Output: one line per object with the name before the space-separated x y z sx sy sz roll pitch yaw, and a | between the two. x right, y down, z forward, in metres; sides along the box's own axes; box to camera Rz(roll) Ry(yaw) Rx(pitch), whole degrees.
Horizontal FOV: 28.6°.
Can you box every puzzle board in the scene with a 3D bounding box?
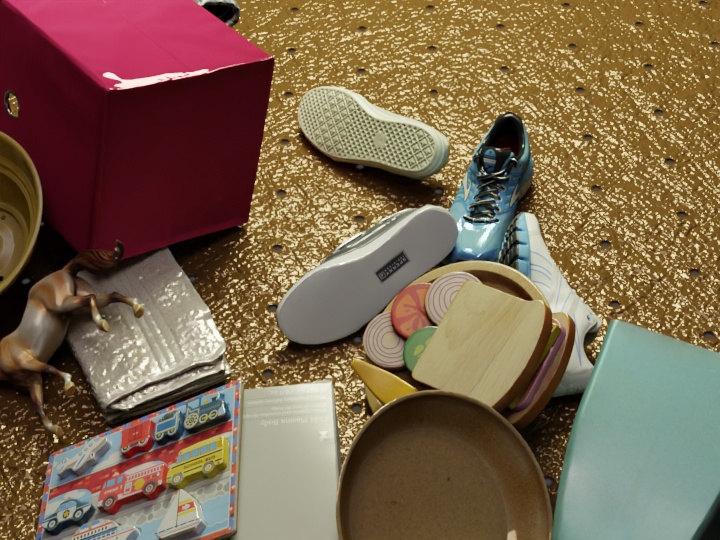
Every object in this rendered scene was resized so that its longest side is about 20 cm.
puzzle board | -0.184 0.179 1.155 0.199 0.017 0.151 -23 41 20

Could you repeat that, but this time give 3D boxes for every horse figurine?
horse figurine | -0.279 0.056 1.288 0.132 0.050 0.201 26 81 36

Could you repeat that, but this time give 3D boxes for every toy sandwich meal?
toy sandwich meal | 0.083 0.068 1.234 0.204 0.070 0.206 -14 57 21

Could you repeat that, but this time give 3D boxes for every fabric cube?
fabric cube | -0.231 -0.153 1.395 0.199 0.197 0.199 -17 44 -39

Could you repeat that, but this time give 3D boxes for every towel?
towel | -0.214 0.051 1.336 0.132 0.035 0.200 -22 48 -19

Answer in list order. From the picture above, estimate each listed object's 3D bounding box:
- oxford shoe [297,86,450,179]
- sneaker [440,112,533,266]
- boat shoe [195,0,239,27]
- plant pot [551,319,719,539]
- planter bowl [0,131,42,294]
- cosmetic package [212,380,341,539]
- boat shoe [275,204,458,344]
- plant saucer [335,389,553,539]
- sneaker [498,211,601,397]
oxford shoe | 0.014 -0.143 1.510 0.199 0.076 0.058 23 8 33
sneaker | 0.123 -0.081 1.414 0.078 0.090 0.201 10 50 12
boat shoe | -0.244 -0.304 1.664 0.199 0.071 0.091 -19 43 -19
plant pot | 0.229 0.176 1.127 0.141 0.142 0.200 18 55 19
planter bowl | -0.382 -0.033 1.369 0.199 0.083 0.202 -5 69 13
cosmetic package | -0.065 0.195 1.149 0.106 0.091 0.201 -6 42 -1
boat shoe | 0.000 0.000 1.360 0.200 0.072 0.068 -37 18 -13
plant saucer | 0.061 0.197 1.119 0.199 0.035 0.201 9 70 -27
sneaker | 0.178 0.035 1.316 0.086 0.075 0.201 2 57 -9
